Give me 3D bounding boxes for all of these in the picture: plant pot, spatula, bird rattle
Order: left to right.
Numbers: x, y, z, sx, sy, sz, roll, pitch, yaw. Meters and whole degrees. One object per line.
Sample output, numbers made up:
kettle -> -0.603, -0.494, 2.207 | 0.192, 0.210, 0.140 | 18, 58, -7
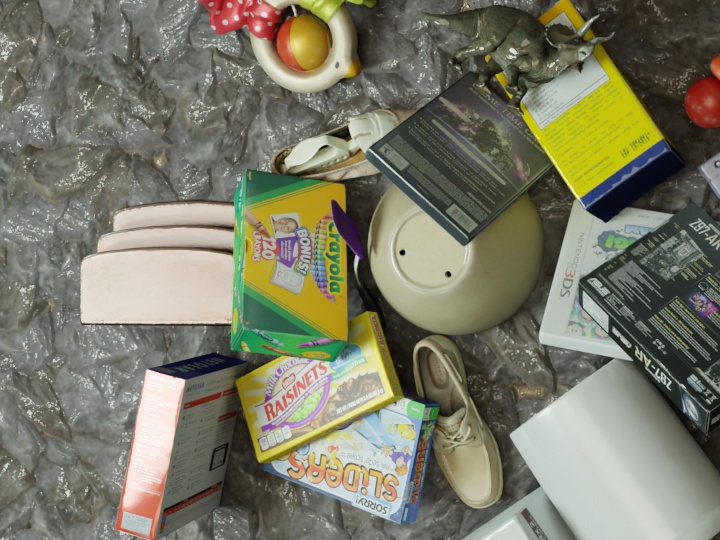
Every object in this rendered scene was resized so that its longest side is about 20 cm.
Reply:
bird rattle -> -0.077, -0.277, 1.727 | 0.198, 0.113, 0.165 | -11, 106, 19
spatula -> 0.000, 0.000, 1.688 | 0.020, 0.201, 0.057 | -14, 47, 4
plant pot -> 0.092, -0.025, 1.669 | 0.198, 0.134, 0.203 | 1, 93, 15

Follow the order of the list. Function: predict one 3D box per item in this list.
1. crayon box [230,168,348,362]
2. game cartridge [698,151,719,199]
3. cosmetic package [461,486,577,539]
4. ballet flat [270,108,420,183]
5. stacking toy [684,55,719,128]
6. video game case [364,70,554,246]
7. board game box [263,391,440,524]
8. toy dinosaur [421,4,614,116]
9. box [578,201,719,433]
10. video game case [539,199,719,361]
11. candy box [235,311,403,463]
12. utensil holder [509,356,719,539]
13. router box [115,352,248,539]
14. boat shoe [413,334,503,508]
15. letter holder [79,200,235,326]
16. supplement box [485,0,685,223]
crayon box -> -0.078, -0.005, 1.687 | 0.117, 0.058, 0.202 | 8, 60, -16
game cartridge -> 0.469, -0.112, 1.595 | 0.199, 0.038, 0.130 | -35, 79, 5
cosmetic package -> 0.157, 0.359, 1.645 | 0.199, 0.165, 0.166 | -37, 83, 21
ballet flat -> -0.013, -0.137, 1.722 | 0.198, 0.067, 0.069 | -23, 62, 15
stacking toy -> 0.413, -0.233, 1.604 | 0.085, 0.085, 0.200 | 42, 110, 10
video game case -> 0.114, -0.123, 1.639 | 0.143, 0.200, 0.019 | 42, 138, 9
board game box -> -0.012, 0.188, 1.729 | 0.199, 0.034, 0.137 | 15, 97, 34
toy dinosaur -> 0.155, -0.227, 1.569 | 0.199, 0.077, 0.103 | 29, 78, 32
box -> 0.341, 0.043, 1.546 | 0.159, 0.044, 0.200 | -33, 57, -15
video game case -> 0.303, 0.015, 1.613 | 0.198, 0.024, 0.183 | 10, 56, 14
candy box -> -0.049, 0.132, 1.717 | 0.199, 0.026, 0.103 | -29, 67, 28
utensil holder -> 0.276, 0.210, 1.612 | 0.169, 0.170, 0.201 | -36, 81, 14
router box -> -0.197, 0.193, 1.730 | 0.048, 0.200, 0.182 | 13, 95, 15
boat shoe -> 0.103, 0.171, 1.711 | 0.071, 0.065, 0.202 | -18, 88, 16
letter holder -> -0.214, -0.009, 1.776 | 0.198, 0.100, 0.144 | 0, 91, 16
supplement box -> 0.238, -0.167, 1.619 | 0.108, 0.109, 0.201 | -35, 74, 14
